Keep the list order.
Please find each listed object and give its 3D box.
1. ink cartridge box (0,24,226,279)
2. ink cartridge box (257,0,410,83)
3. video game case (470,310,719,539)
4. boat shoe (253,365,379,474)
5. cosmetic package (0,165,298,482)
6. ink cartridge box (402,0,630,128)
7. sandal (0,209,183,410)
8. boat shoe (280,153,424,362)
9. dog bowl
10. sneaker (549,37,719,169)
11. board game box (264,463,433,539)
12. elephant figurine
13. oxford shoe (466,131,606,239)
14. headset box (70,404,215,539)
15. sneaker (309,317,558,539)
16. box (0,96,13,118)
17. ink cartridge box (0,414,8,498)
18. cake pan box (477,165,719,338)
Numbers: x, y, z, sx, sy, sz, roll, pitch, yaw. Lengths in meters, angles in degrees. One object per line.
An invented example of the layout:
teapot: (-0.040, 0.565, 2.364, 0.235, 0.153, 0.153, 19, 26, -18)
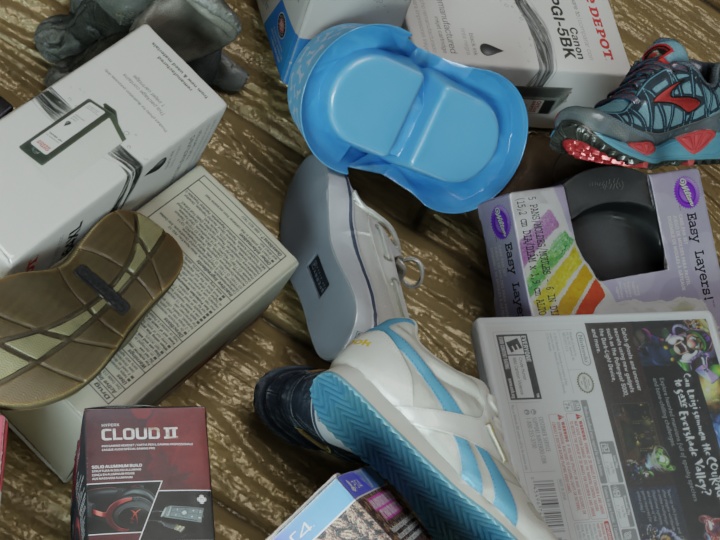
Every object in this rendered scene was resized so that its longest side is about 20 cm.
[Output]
ink cartridge box: (-0.199, -0.050, 1.050, 0.084, 0.146, 0.200, 44, 54, 4)
ink cartridge box: (-0.009, -0.258, 1.200, 0.084, 0.200, 0.146, 5, 43, -21)
video game case: (0.179, 0.120, 1.091, 0.181, 0.023, 0.201, -2, 58, -14)
boat shoe: (0.022, 0.107, 1.104, 0.200, 0.091, 0.071, 27, 76, -40)
cosmetic package: (-0.149, 0.033, 1.058, 0.103, 0.087, 0.200, 46, 52, 6)
ink cartridge box: (0.106, -0.200, 1.317, 0.199, 0.083, 0.147, 0, 60, -24)
sandal: (-0.178, 0.029, 0.964, 0.080, 0.054, 0.200, 44, 38, 0)
boat shoe: (0.003, -0.003, 1.145, 0.086, 0.075, 0.202, 20, 30, -30)
dog bowl: (0.032, -0.116, 1.183, 0.200, 0.112, 0.050, 19, 11, -34)
sneaker: (0.211, -0.128, 1.208, 0.200, 0.079, 0.096, -8, 105, -49)
board game box: (0.027, 0.224, 0.962, 0.097, 0.159, 0.200, -43, 81, 2)
elephant figurine: (-0.148, -0.195, 1.127, 0.141, 0.200, 0.155, 41, 53, 4)
oxford shoe: (0.158, -0.087, 1.280, 0.084, 0.073, 0.200, 46, 53, 10)
headset box: (-0.128, 0.181, 0.934, 0.075, 0.149, 0.201, 0, 60, -13)
sneaker: (0.064, 0.116, 0.993, 0.200, 0.076, 0.081, 48, 56, -4)
box: (-0.359, -0.124, 1.093, 0.200, 0.036, 0.143, 38, 53, 0)
ink cartridge box: (-0.251, 0.193, 0.876, 0.083, 0.147, 0.201, 10, 57, -17)
cake pan box: (0.190, 0.024, 1.202, 0.184, 0.052, 0.201, -7, 85, -30)
